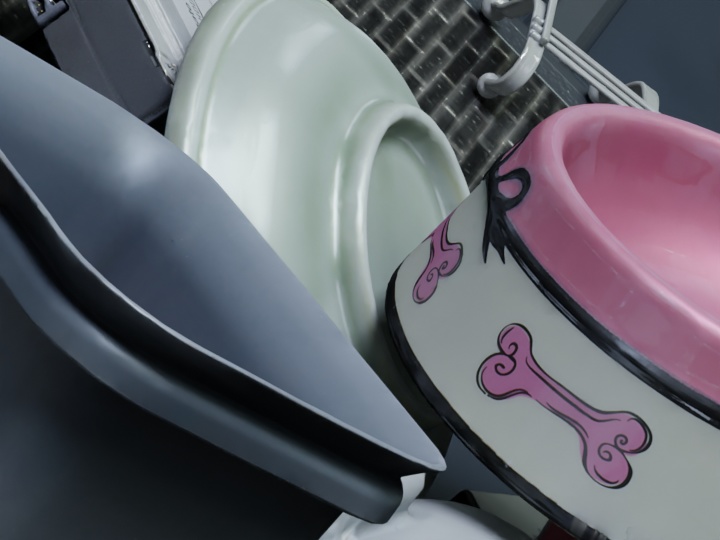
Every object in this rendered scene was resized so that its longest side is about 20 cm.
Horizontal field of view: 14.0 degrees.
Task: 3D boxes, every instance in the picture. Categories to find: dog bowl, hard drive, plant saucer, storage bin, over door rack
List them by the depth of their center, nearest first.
[{"bbox_3d":[-0.098,0.033,0.752,0.145,0.134,0.200,30,10,-37],"label":"storage bin"},{"bbox_3d":[0.112,0.023,0.904,0.200,0.074,0.200,25,23,-11],"label":"dog bowl"},{"bbox_3d":[0.000,0.000,0.965,0.200,0.050,0.201,-8,90,-67],"label":"plant saucer"},{"bbox_3d":[-0.057,-0.075,1.032,0.200,0.038,0.140,32,27,-60],"label":"hard drive"},{"bbox_3d":[0.135,-0.113,1.348,0.148,0.067,0.200,36,51,-20],"label":"over door rack"}]

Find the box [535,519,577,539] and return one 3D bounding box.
[{"bbox_3d":[0.156,0.141,0.947,0.200,0.109,0.128,40,24,24],"label":"box"}]

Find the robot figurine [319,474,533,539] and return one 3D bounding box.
[{"bbox_3d":[-0.002,0.132,0.831,0.200,0.113,0.170,-15,100,-59],"label":"robot figurine"}]

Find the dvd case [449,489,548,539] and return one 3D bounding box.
[{"bbox_3d":[0.124,0.150,1.077,0.200,0.018,0.143,11,44,-47],"label":"dvd case"}]
